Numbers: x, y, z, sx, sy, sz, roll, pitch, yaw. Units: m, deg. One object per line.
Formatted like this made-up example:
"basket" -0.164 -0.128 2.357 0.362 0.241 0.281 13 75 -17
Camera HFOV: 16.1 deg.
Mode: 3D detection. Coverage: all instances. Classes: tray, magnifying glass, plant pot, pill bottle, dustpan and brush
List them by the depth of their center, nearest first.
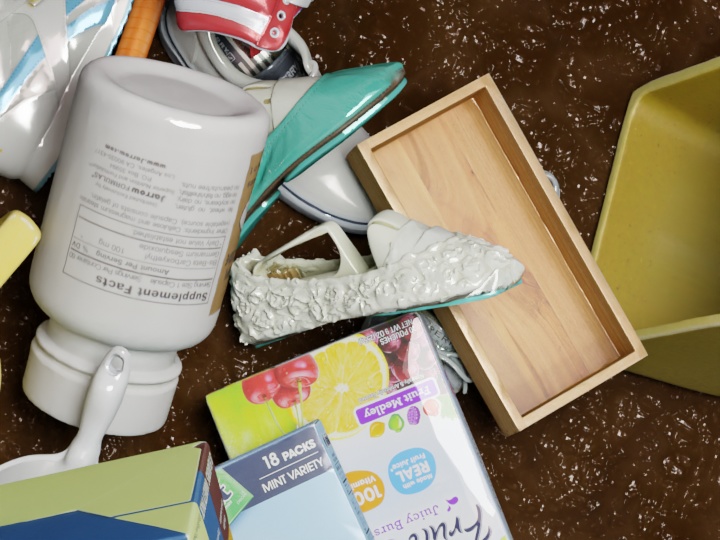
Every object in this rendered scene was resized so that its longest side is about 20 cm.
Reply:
"dustpan and brush" -0.171 0.137 1.453 0.139 0.057 0.201 23 115 5
"pill bottle" -0.130 -0.013 1.477 0.114 0.114 0.201 10 109 -19
"magnifying glass" -0.122 -0.191 1.567 0.022 0.080 0.201 16 70 -4
"tray" 0.084 -0.009 1.574 0.098 0.037 0.201 -29 88 -17
"plant pot" 0.286 -0.012 1.642 0.199 0.195 0.195 23 72 -23

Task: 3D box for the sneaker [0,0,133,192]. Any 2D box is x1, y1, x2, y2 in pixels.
"sneaker" -0.188 -0.153 1.540 0.080 0.076 0.201 25 70 -14

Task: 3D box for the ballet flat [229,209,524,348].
"ballet flat" 0.000 0.000 1.524 0.072 0.199 0.072 28 56 -52

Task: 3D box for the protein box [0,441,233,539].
"protein box" -0.157 0.226 1.373 0.197 0.135 0.201 -12 107 5

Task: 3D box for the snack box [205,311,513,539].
"snack box" 0.008 0.141 1.544 0.141 0.053 0.201 -22 89 3

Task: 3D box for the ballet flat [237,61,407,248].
"ballet flat" -0.062 -0.071 1.535 0.070 0.067 0.200 45 106 -2

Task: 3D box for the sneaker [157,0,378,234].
"sneaker" -0.046 -0.102 1.587 0.200 0.071 0.073 43 68 -8

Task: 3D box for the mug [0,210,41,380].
"mug" -0.266 0.047 1.427 0.149 0.153 0.188 12 75 -18

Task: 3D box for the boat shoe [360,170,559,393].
"boat shoe" 0.061 0.021 1.609 0.074 0.065 0.202 40 69 -9

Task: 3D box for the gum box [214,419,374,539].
"gum box" -0.060 0.214 1.498 0.169 0.045 0.201 -24 88 3

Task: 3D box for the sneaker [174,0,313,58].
"sneaker" -0.022 -0.188 1.520 0.199 0.071 0.113 -6 100 -10
